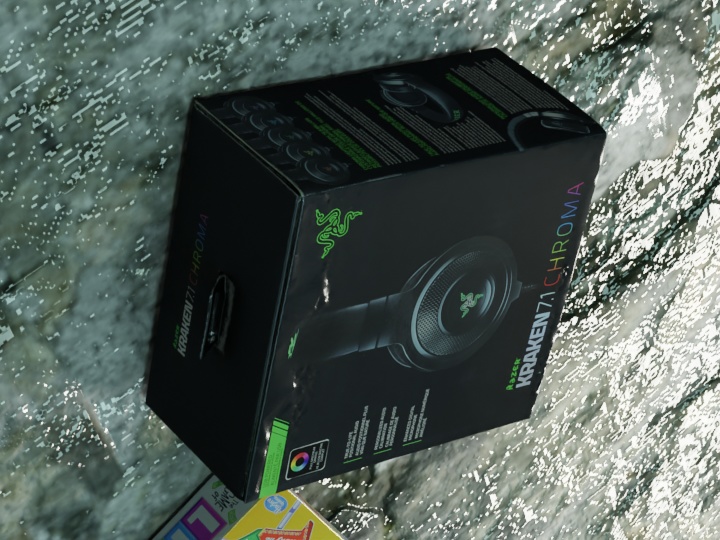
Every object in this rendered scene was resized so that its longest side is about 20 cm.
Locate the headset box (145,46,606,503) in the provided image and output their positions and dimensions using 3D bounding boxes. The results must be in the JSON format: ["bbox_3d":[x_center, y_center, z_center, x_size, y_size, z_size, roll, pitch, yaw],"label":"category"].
[{"bbox_3d":[0.000,0.000,1.140,0.199,0.093,0.175,-12,128,-36],"label":"headset box"}]

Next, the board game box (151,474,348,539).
[{"bbox_3d":[-0.056,0.193,1.292,0.134,0.034,0.200,-46,142,-3],"label":"board game box"}]
